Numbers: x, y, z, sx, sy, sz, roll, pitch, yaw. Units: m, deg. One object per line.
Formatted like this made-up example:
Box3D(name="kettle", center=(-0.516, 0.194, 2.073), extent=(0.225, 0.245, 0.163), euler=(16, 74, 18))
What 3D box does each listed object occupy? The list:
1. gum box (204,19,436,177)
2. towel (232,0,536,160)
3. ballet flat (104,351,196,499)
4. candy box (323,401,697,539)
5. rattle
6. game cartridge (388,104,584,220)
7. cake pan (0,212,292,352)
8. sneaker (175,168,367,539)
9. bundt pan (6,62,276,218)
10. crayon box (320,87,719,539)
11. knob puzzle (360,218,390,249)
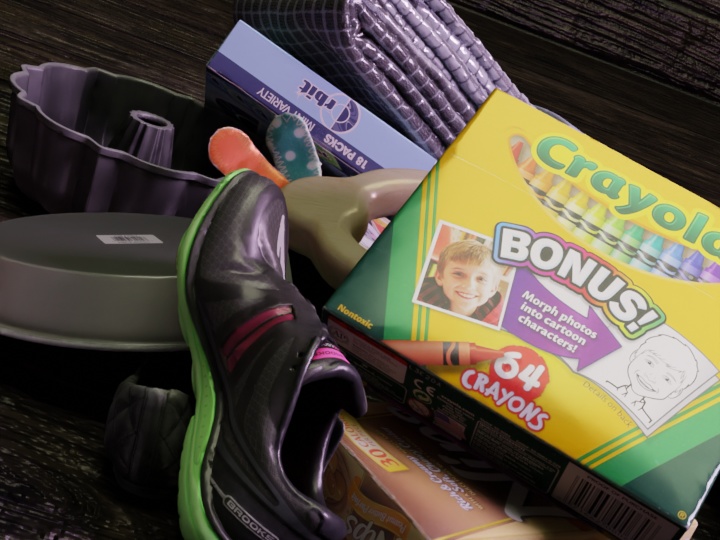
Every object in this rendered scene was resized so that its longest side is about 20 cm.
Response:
Box3D(name="gum box", center=(-0.038, -0.104, 0.991), extent=(0.170, 0.045, 0.200), euler=(36, -5, -4))
Box3D(name="towel", center=(0.013, -0.147, 0.980), extent=(0.200, 0.086, 0.165), euler=(44, -16, -31))
Box3D(name="ballet flat", center=(-0.086, 0.054, 0.685), extent=(0.066, 0.057, 0.200), euler=(17, 19, -3))
Box3D(name="candy box", center=(0.067, 0.121, 0.676), extent=(0.200, 0.055, 0.115), euler=(7, 24, -40))
Box3D(name="rattle", center=(0.000, 0.000, 0.802), extent=(0.199, 0.143, 0.130), euler=(16, 54, 20))
Box3D(name="game cartridge", center=(0.096, -0.070, 1.027), extent=(0.041, 0.133, 0.200), euler=(31, -6, -27))
Box3D(name="cake pan", center=(-0.128, 0.001, 0.729), extent=(0.199, 0.037, 0.200), euler=(4, 12, -1))
Box3D(name="sneaker", center=(-0.037, 0.044, 0.605), extent=(0.077, 0.084, 0.201), euler=(43, 37, -58))
Box3D(name="bundt pan", center=(-0.158, -0.073, 0.923), extent=(0.201, 0.076, 0.202), euler=(19, 19, -7))
Box3D(name="crayon box", center=(0.108, 0.021, 0.665), extent=(0.200, 0.058, 0.173), euler=(31, 61, 13))
Box3D(name="knob puzzle", center=(0.041, 0.010, 0.894), extent=(0.220, 0.030, 0.220), euler=(40, 17, -15))
